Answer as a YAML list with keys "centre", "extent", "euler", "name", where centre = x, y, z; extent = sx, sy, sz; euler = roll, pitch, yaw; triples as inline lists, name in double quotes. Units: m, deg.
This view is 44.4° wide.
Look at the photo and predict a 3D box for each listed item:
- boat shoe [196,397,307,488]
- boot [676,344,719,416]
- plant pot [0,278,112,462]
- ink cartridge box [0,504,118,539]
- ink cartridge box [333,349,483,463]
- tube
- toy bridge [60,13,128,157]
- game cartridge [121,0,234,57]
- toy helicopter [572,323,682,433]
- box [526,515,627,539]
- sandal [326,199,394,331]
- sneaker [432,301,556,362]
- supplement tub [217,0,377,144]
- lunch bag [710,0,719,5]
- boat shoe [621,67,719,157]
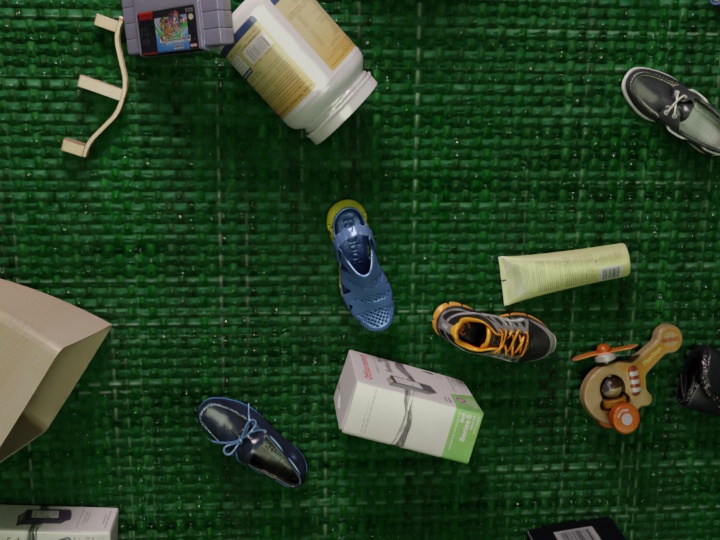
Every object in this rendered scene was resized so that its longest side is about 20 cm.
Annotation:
- centre: [-0.160, 0.261, 1.351]
  extent: [0.198, 0.069, 0.085]
  euler: [30, 98, -11]
  name: "boat shoe"
- centre: [0.611, 0.154, 1.400]
  extent: [0.166, 0.077, 0.203]
  euler: [23, 105, -14]
  name: "boot"
- centre: [-0.501, 0.123, 1.234]
  extent: [0.176, 0.200, 0.202]
  euler: [34, 97, 0]
  name: "plant pot"
- centre: [-0.478, 0.445, 1.351]
  extent: [0.196, 0.084, 0.148]
  euler: [4, 101, -6]
  name: "ink cartridge box"
- centre: [0.068, 0.202, 1.321]
  extent: [0.196, 0.146, 0.086]
  euler: [16, 100, -9]
  name: "ink cartridge box"
- centre: [0.312, -0.001, 1.356]
  extent: [0.196, 0.052, 0.059]
  euler: [-11, 62, 0]
  name: "tube"
- centre: [-0.363, -0.257, 1.241]
  extent: [0.066, 0.027, 0.204]
  euler: [17, 100, -11]
  name: "toy bridge"
- centre: [-0.248, -0.353, 1.165]
  extent: [0.197, 0.038, 0.133]
  euler: [6, 102, 39]
  name: "game cartridge"
- centre: [0.425, 0.151, 1.396]
  extent: [0.199, 0.079, 0.133]
  euler: [-41, 94, -7]
  name: "toy helicopter"
- centre: [0.361, 0.527, 1.441]
  extent: [0.145, 0.107, 0.204]
  euler: [-9, 104, -4]
  name: "box"
- centre: [0.000, 0.000, 1.303]
  extent: [0.078, 0.087, 0.203]
  euler: [-21, 105, -2]
  name: "sandal"
- centre: [0.209, 0.104, 1.351]
  extent: [0.196, 0.077, 0.080]
  euler: [10, 100, -9]
  name: "sneaker"
- centre: [-0.085, -0.287, 1.203]
  extent: [0.144, 0.145, 0.200]
  euler: [-43, 103, 4]
  name: "supplement tub"
- centre: [0.559, -0.445, 1.204]
  extent: [0.081, 0.200, 0.164]
  euler: [2, 102, -7]
  name: "lunch bag"
- centre: [0.480, -0.238, 1.312]
  extent: [0.197, 0.060, 0.077]
  euler: [27, 99, -11]
  name: "boat shoe"
